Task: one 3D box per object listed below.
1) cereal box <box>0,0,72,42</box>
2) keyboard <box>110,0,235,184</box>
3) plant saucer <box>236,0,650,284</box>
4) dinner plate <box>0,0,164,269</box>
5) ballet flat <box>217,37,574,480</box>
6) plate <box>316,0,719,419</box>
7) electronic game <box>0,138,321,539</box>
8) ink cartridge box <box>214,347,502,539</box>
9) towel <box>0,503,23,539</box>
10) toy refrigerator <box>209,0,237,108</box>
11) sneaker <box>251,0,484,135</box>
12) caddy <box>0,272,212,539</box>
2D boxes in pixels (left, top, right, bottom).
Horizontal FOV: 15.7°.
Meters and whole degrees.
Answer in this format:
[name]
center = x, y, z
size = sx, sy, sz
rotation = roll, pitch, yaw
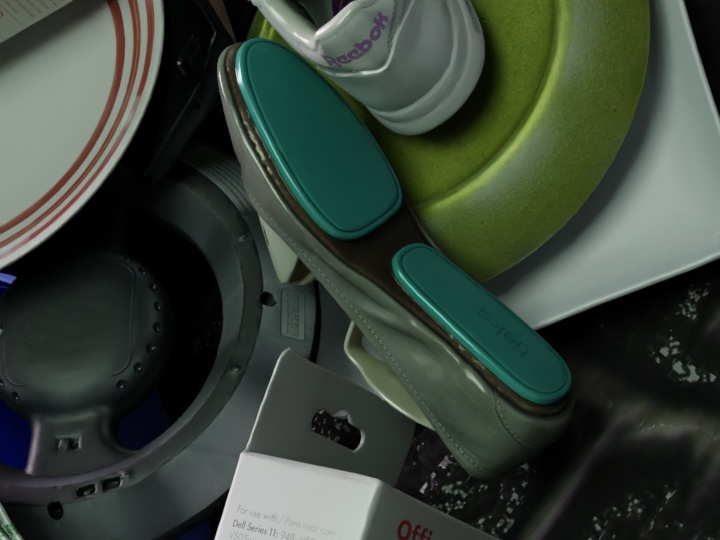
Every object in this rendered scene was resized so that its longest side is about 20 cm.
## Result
[cereal box]
center = -0.203, -0.140, 1.102
size = 0.200, 0.040, 0.144
rotation = -27, 57, 10
[keyboard]
center = -0.089, -0.129, 1.108
size = 0.104, 0.040, 0.200
rotation = -57, 42, 26
[plant saucer]
center = 0.023, -0.087, 1.076
size = 0.200, 0.031, 0.200
rotation = -13, 65, 29
[dinner plate]
center = -0.168, -0.076, 1.090
size = 0.200, 0.024, 0.200
rotation = -12, 60, 21
[ballet flat]
center = 0.000, 0.000, 1.015
size = 0.200, 0.067, 0.064
rotation = 49, 127, 9
[plate]
center = 0.056, -0.057, 1.082
size = 0.200, 0.032, 0.200
rotation = -25, 61, 23
[electronic game]
center = -0.113, 0.029, 1.060
size = 0.200, 0.042, 0.200
rotation = -7, 60, 12
[ink cartridge box]
center = -0.007, 0.142, 0.994
size = 0.067, 0.117, 0.200
rotation = 10, 79, 34
[towel]
center = -0.159, 0.136, 0.999
size = 0.200, 0.031, 0.149
rotation = 56, 144, 15
[toy refrigerator]
center = -0.158, -0.075, 1.199
size = 0.200, 0.076, 0.070
rotation = -31, 58, 20
[sneaker]
center = -0.019, -0.147, 1.046
size = 0.075, 0.100, 0.200
rotation = -42, 53, 16
[caddy]
center = -0.153, 0.096, 1.111
size = 0.141, 0.105, 0.200
rotation = -37, 57, 16
